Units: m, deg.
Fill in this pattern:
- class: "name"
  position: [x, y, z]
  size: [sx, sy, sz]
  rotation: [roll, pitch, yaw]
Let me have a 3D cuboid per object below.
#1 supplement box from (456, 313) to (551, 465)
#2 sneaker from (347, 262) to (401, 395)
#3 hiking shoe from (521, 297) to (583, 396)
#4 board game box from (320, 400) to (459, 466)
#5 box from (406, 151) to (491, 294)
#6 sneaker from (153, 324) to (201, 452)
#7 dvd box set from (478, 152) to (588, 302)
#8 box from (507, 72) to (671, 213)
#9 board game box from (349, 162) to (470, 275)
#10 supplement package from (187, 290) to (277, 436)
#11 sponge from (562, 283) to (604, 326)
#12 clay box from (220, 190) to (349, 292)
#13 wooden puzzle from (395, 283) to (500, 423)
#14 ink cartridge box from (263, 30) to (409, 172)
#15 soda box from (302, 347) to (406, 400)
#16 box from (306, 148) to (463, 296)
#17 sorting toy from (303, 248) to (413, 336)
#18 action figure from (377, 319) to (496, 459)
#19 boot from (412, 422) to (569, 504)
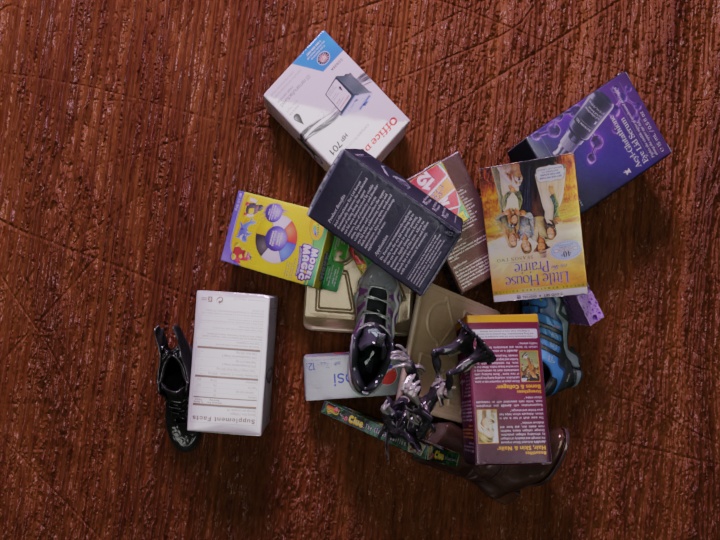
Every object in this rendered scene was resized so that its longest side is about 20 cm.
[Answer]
- class: "supplement box"
  position: [0.202, 0.172, 0.890]
  size: [0.106, 0.086, 0.208]
  rotation: [-1, 77, -2]
- class: "sneaker"
  position: [0.024, 0.082, 0.896]
  size: [0.075, 0.140, 0.208]
  rotation: [5, 84, -2]
- class: "hiking shoe"
  position: [0.291, 0.103, 0.992]
  size: [0.085, 0.074, 0.206]
  rotation: [-21, 88, -24]
- class: "board game box"
  position: [0.042, 0.241, 0.918]
  size: [0.196, 0.104, 0.024]
  rotation: [14, 81, 38]
- class: "box"
  position: [0.155, -0.074, 1.004]
  size: [0.098, 0.075, 0.205]
  rotation: [-26, 91, -2]
- class: "sneaker"
  position: [-0.285, 0.187, 0.957]
  size: [0.058, 0.104, 0.208]
  rotation: [-2, 88, -3]
- class: "dvd box set"
  position: [0.258, -0.061, 0.925]
  size: [0.141, 0.029, 0.208]
  rotation: [-5, 96, 21]
- class: "box"
  position: [0.363, -0.190, 0.994]
  size: [0.197, 0.104, 0.150]
  rotation: [-34, 90, -4]
- class: "board game box"
  position: [0.065, -0.074, 0.966]
  size: [0.196, 0.030, 0.098]
  rotation: [-31, 87, 16]
- class: "supplement package"
  position: [-0.194, 0.138, 0.957]
  size: [0.113, 0.117, 0.208]
  rotation: [4, 88, -2]
- class: "sponge"
  position: [0.315, -0.011, 0.988]
  size: [0.029, 0.112, 0.205]
  rotation: [-26, 89, -1]
- class: "clay box"
  position: [-0.115, -0.046, 0.974]
  size: [0.194, 0.047, 0.119]
  rotation: [14, 87, 18]
- class: "wooden puzzle"
  position: [0.134, 0.132, 0.966]
  size: [0.196, 0.046, 0.192]
  rotation: [22, 75, -35]
- class: "ink cartridge box"
  position: [-0.037, -0.251, 0.996]
  size: [0.200, 0.086, 0.147]
  rotation: [44, 86, 1]
- class: "soda box"
  position: [0.006, 0.165, 0.991]
  size: [0.192, 0.063, 0.071]
  rotation: [-4, 88, -3]
- class: "box"
  position: [0.041, -0.076, 0.878]
  size: [0.197, 0.148, 0.106]
  rotation: [34, 105, 4]
- class: "sorting toy"
  position: [0.000, 0.000, 1.016]
  size: [0.178, 0.036, 0.208]
  rotation: [4, 83, -3]
- class: "action figure"
  position: [0.080, 0.151, 0.817]
  size: [0.200, 0.119, 0.102]
  rotation: [-45, 117, 2]
- class: "boot"
  position: [0.194, 0.268, 0.948]
  size: [0.196, 0.065, 0.188]
  rotation: [31, 117, -12]
